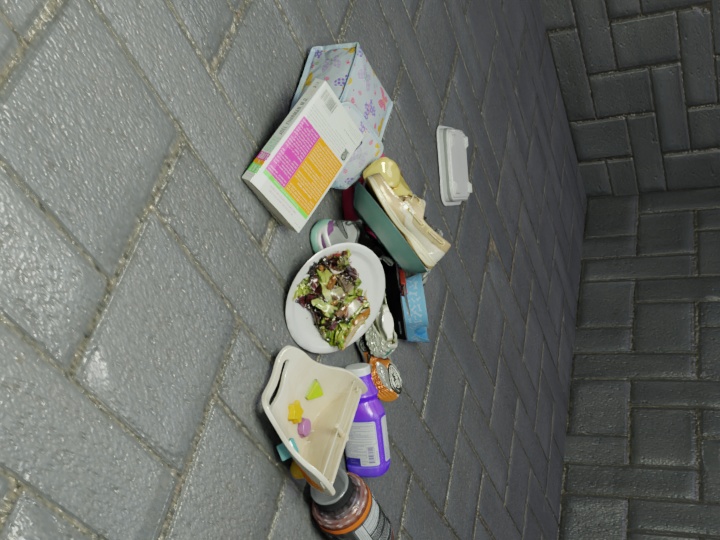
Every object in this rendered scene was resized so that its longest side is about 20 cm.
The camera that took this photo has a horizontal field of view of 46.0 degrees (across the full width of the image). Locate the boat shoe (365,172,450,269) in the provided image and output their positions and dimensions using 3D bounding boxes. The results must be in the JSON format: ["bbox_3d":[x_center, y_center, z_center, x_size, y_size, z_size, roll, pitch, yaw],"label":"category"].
[{"bbox_3d":[0.085,-0.098,1.472,0.201,0.069,0.074,52,1,-22],"label":"boat shoe"}]

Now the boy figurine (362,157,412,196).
[{"bbox_3d":[0.065,-0.131,1.547,0.200,0.064,0.126,49,17,-56],"label":"boy figurine"}]

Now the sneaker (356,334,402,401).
[{"bbox_3d":[0.026,0.156,1.651,0.092,0.074,0.204,123,-44,-79],"label":"sneaker"}]

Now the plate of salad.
[{"bbox_3d":[-0.035,0.052,1.425,0.197,0.048,0.204,-16,120,-28],"label":"plate of salad"}]

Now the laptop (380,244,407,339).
[{"bbox_3d":[0.074,0.035,1.697,0.199,0.102,0.181,-16,99,-63],"label":"laptop"}]

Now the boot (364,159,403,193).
[{"bbox_3d":[0.053,-0.118,1.674,0.075,0.073,0.202,-42,135,-26],"label":"boot"}]

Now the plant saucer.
[{"bbox_3d":[0.044,-0.066,1.499,0.201,0.036,0.200,53,1,-2],"label":"plant saucer"}]

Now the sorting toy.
[{"bbox_3d":[-0.092,0.220,1.344,0.181,0.105,0.202,57,38,-36],"label":"sorting toy"}]

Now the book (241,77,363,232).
[{"bbox_3d":[-0.088,-0.182,1.347,0.201,0.048,0.134,-54,137,-14],"label":"book"}]

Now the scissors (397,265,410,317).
[{"bbox_3d":[0.079,0.029,1.568,0.200,0.014,0.075,-86,170,-78],"label":"scissors"}]

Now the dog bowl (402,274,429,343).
[{"bbox_3d":[0.112,0.083,1.782,0.201,0.049,0.113,79,4,-65],"label":"dog bowl"}]

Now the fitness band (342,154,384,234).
[{"bbox_3d":[0.018,-0.150,1.685,0.202,0.037,0.145,-67,145,-42],"label":"fitness band"}]

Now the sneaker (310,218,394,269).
[{"bbox_3d":[0.000,0.000,1.504,0.078,0.137,0.203,-61,139,-49],"label":"sneaker"}]

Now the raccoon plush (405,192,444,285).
[{"bbox_3d":[0.098,-0.063,1.838,0.201,0.096,0.134,55,42,-1],"label":"raccoon plush"}]

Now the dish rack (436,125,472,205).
[{"bbox_3d":[0.247,-0.272,2.194,0.171,0.043,0.204,-12,97,-64],"label":"dish rack"}]

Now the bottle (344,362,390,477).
[{"bbox_3d":[0.005,0.274,1.556,0.065,0.082,0.204,-22,106,-63],"label":"bottle"}]

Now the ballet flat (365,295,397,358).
[{"bbox_3d":[0.031,0.062,1.589,0.071,0.071,0.204,5,67,-65],"label":"ballet flat"}]

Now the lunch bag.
[{"bbox_3d":[-0.033,-0.265,1.489,0.170,0.125,0.203,51,52,-51],"label":"lunch bag"}]

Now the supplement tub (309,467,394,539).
[{"bbox_3d":[-0.019,0.419,1.460,0.201,0.105,0.108,63,34,-41],"label":"supplement tub"}]
